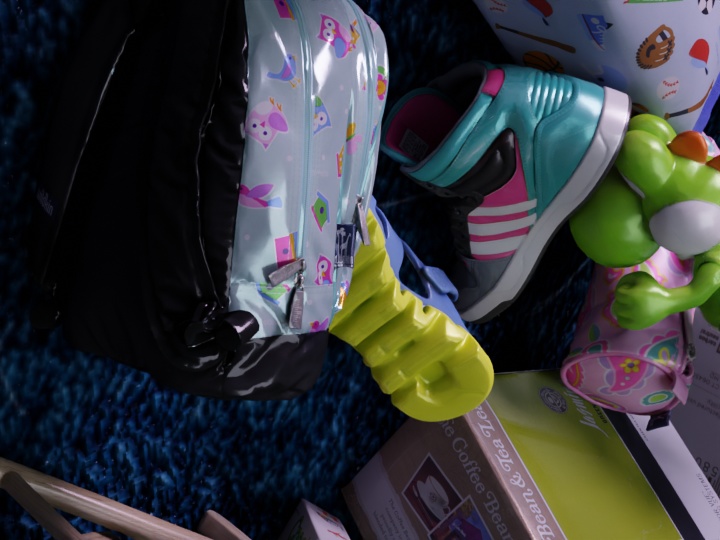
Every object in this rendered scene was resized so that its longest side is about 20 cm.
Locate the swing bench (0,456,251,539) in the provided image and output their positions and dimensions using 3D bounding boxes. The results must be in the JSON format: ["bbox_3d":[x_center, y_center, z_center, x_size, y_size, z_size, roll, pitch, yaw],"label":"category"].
[{"bbox_3d":[-0.152,0.225,0.700,0.200,0.130,0.199,28,90,-46],"label":"swing bench"}]

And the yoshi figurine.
[{"bbox_3d":[0.200,-0.001,0.791,0.112,0.112,0.200,-39,103,5],"label":"yoshi figurine"}]

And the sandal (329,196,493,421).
[{"bbox_3d":[0.000,0.000,0.767,0.079,0.087,0.200,-30,119,16],"label":"sandal"}]

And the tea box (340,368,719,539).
[{"bbox_3d":[0.129,0.180,0.854,0.196,0.200,0.134,2,139,-41],"label":"tea box"}]

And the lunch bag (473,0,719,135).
[{"bbox_3d":[0.169,-0.202,0.784,0.170,0.124,0.200,50,61,-44],"label":"lunch bag"}]

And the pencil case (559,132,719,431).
[{"bbox_3d":[0.192,-0.002,0.873,0.087,0.087,0.200,50,47,-44],"label":"pencil case"}]

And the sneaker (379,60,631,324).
[{"bbox_3d":[0.063,-0.051,0.792,0.200,0.120,0.084,120,-11,-46],"label":"sneaker"}]

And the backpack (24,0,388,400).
[{"bbox_3d":[-0.068,-0.050,0.635,0.126,0.167,0.201,4,96,-49],"label":"backpack"}]

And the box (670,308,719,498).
[{"bbox_3d":[0.333,0.138,1.027,0.171,0.199,0.201,6,107,-44],"label":"box"}]

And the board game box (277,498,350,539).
[{"bbox_3d":[-0.043,0.213,0.757,0.035,0.200,0.126,31,88,-8],"label":"board game box"}]
